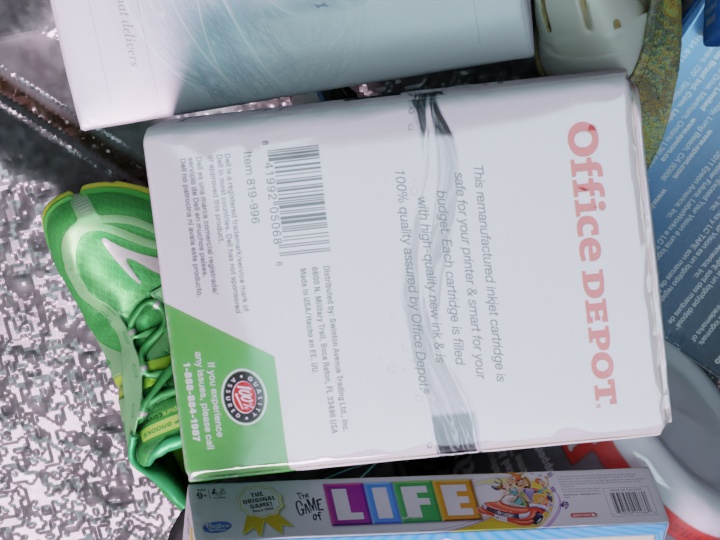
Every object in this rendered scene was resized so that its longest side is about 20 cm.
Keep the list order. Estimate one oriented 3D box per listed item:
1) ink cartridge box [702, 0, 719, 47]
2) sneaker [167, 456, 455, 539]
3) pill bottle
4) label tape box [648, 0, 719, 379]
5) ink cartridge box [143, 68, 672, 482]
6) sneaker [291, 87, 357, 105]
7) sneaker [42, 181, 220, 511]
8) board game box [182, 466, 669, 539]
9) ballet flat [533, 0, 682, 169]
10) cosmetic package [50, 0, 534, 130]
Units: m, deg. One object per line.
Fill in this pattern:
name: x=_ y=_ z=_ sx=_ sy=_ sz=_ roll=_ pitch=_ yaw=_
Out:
ink cartridge box: x=0.187 y=-0.195 z=0.915 sx=0.084 sy=0.146 sz=0.202 roll=1 pitch=89 yaw=2
sneaker: x=0.005 y=0.099 z=1.021 sx=0.200 sy=0.079 sz=0.075 roll=-41 pitch=135 yaw=12
pill bottle: x=0.079 y=0.121 z=1.072 sx=0.116 sy=0.116 sz=0.200 roll=43 pitch=117 yaw=-13
label tape box: x=0.191 y=-0.024 z=1.051 sx=0.199 sy=0.063 sz=0.145 roll=34 pitch=107 yaw=-11
ink cartridge box: x=0.023 y=0.000 z=0.940 sx=0.198 sy=0.083 sz=0.148 roll=-5 pitch=97 yaw=8
sneaker: x=0.000 y=0.000 z=1.043 sx=0.072 sy=0.072 sz=0.201 roll=-18 pitch=125 yaw=3
sneaker: x=-0.083 y=0.047 z=1.074 sx=0.074 sy=0.084 sz=0.201 roll=-25 pitch=109 yaw=8
board game box: x=0.021 y=0.147 z=0.977 sx=0.198 sy=0.034 sz=0.135 roll=-1 pitch=129 yaw=-12
ballet flat: x=0.104 y=-0.135 z=0.980 sx=0.070 sy=0.071 sz=0.202 roll=9 pitch=89 yaw=-2
cosmetic package: x=-0.037 y=-0.184 z=0.969 sx=0.198 sy=0.123 sz=0.201 roll=-10 pitch=110 yaw=4
